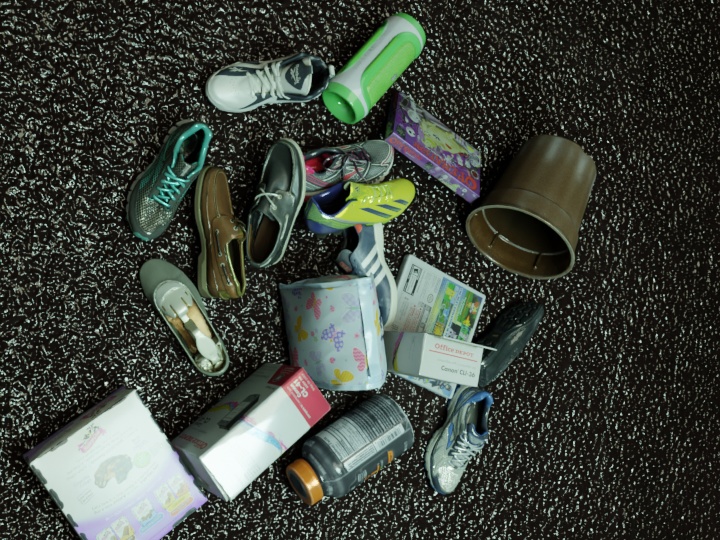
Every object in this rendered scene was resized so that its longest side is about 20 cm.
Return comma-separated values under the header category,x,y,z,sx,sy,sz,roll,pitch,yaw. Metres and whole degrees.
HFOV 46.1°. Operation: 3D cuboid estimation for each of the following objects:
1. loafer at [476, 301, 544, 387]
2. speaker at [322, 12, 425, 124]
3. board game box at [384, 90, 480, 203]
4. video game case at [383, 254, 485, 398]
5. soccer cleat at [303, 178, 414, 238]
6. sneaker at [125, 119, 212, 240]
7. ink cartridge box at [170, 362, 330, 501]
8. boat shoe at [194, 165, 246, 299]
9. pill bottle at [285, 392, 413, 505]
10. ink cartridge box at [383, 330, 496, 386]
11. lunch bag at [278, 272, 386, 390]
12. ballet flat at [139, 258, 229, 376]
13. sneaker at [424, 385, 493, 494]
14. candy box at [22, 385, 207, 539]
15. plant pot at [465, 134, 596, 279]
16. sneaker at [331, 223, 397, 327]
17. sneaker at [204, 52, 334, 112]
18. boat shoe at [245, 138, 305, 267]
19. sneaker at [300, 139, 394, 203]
category,x,y,z,sx,sy,sz,roll,pitch,yaw
loafer,0.266,0.131,1.544,0.200,0.068,0.071,-41,126,-26
speaker,0.024,-0.338,1.408,0.088,0.088,0.200,46,68,-20
board game box,0.129,-0.214,1.465,0.200,0.032,0.120,32,47,-25
video game case,0.119,0.099,1.483,0.182,0.022,0.201,27,75,-26
soccer cleat,0.004,-0.112,1.342,0.200,0.084,0.065,-20,53,-22
sneaker,-0.275,-0.139,1.230,0.077,0.091,0.201,28,75,-25
ink cartridge box,-0.163,0.230,1.248,0.200,0.147,0.086,-38,106,-26
boat shoe,-0.202,-0.057,1.269,0.072,0.068,0.201,-21,110,-66
pill bottle,-0.020,0.289,1.350,0.200,0.106,0.106,-30,103,-26
ink cartridge box,0.112,0.140,1.349,0.116,0.200,0.068,14,81,-28
lunch bag,-0.028,0.092,1.299,0.127,0.200,0.170,-10,92,-29
ballet flat,-0.254,0.069,1.247,0.067,0.064,0.200,-34,105,-13
sneaker,0.175,0.292,1.471,0.077,0.085,0.201,24,78,-26
candy box,-0.342,0.292,1.189,0.168,0.071,0.200,-35,106,-25
plant pot,0.320,-0.122,1.515,0.200,0.200,0.199,41,63,-22
sneaker,0.000,0.000,1.393,0.084,0.075,0.201,-10,83,-31
sneaker,-0.129,-0.292,1.295,0.199,0.129,0.080,-4,90,-29
boat shoe,-0.132,-0.101,1.287,0.072,0.068,0.201,16,100,15
sneaker,-0.026,-0.169,1.365,0.200,0.075,0.081,-24,68,-29
